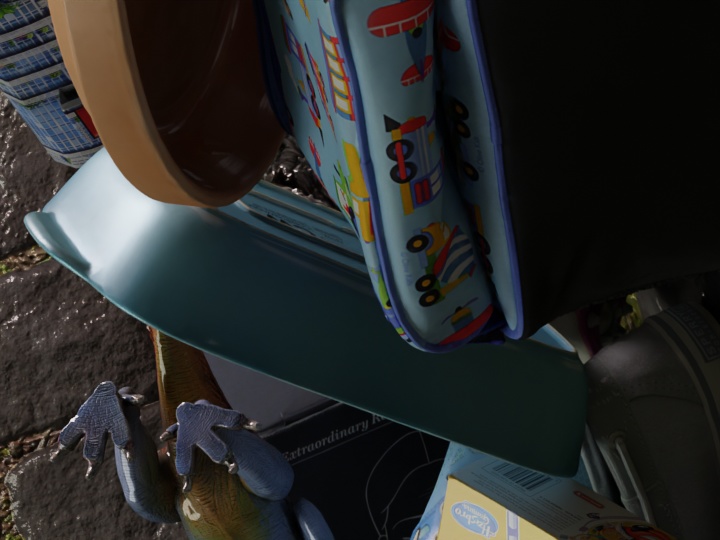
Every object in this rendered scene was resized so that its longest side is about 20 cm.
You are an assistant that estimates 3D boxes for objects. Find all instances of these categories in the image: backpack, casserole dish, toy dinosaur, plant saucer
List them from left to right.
[{"bbox_3d":[-0.048,-0.118,0.698,0.200,0.032,0.201,5,-90,-75],"label":"plant saucer"},{"bbox_3d":[-0.030,0.097,0.982,0.181,0.105,0.200,43,-136,-53],"label":"toy dinosaur"},{"bbox_3d":[-0.009,0.008,0.787,0.039,0.200,0.121,-64,27,9],"label":"casserole dish"},{"bbox_3d":[0.030,-0.103,0.680,0.183,0.134,0.200,80,168,-47],"label":"backpack"}]

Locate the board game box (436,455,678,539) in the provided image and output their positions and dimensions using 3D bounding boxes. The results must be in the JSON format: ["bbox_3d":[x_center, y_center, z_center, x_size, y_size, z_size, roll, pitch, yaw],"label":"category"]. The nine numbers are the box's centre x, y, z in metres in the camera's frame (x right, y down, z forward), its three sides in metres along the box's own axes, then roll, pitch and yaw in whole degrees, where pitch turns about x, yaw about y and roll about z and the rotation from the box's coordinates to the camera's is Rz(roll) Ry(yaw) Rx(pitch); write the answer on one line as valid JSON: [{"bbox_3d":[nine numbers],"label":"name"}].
[{"bbox_3d":[0.101,0.158,0.766,0.200,0.034,0.135,28,122,34],"label":"board game box"}]

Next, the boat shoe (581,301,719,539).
[{"bbox_3d":[0.105,0.099,0.888,0.070,0.071,0.201,-123,15,-50],"label":"boat shoe"}]

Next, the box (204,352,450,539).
[{"bbox_3d":[0.022,0.094,1.115,0.107,0.148,0.200,-125,16,-53],"label":"box"}]

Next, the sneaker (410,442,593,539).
[{"bbox_3d":[0.047,0.123,0.921,0.090,0.078,0.200,19,-98,-66],"label":"sneaker"}]

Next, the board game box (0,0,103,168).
[{"bbox_3d":[-0.082,-0.122,1.208,0.062,0.200,0.200,63,-176,38],"label":"board game box"}]

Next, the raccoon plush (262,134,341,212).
[{"bbox_3d":[0.000,0.000,0.968,0.134,0.097,0.200,26,-143,-27],"label":"raccoon plush"}]

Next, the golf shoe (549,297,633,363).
[{"bbox_3d":[0.030,-0.046,0.849,0.075,0.091,0.200,-60,-41,-44],"label":"golf shoe"}]
